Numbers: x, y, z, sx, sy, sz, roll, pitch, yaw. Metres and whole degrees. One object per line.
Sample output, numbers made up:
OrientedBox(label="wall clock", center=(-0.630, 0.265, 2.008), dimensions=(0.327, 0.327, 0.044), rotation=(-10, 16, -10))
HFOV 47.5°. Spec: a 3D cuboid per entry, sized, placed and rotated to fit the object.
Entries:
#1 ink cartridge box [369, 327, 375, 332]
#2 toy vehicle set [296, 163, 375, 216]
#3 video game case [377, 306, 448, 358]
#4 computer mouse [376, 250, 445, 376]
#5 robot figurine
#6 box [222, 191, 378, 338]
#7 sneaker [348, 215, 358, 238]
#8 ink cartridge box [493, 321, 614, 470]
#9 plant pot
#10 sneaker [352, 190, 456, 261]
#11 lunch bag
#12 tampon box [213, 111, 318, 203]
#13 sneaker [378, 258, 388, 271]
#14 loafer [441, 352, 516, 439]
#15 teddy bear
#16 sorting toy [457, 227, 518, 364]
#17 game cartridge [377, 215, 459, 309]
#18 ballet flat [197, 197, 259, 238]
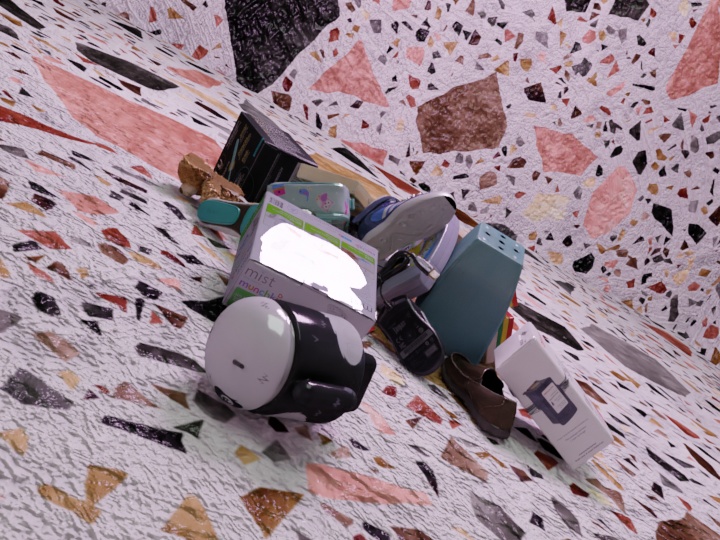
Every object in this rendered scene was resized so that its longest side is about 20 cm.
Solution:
OrientedBox(label="ink cartridge box", center=(-0.068, 0.032, 1.319), dimensions=(0.198, 0.051, 0.161), rotation=(32, 14, 14))
OrientedBox(label="toy vehicle set", center=(-0.033, -0.142, 1.573), dimensions=(0.123, 0.027, 0.200), rotation=(20, -8, 20))
OrientedBox(label="video game case", center=(0.087, 0.092, 1.490), dimensions=(0.181, 0.022, 0.200), rotation=(32, 14, 5))
OrientedBox(label="computer mouse", center=(0.089, 0.066, 1.325), dimensions=(0.200, 0.140, 0.046), rotation=(47, 4, 26))
OrientedBox(label="robot figurine", center=(-0.076, 0.102, 0.899), dimensions=(0.198, 0.149, 0.127), rotation=(19, 60, -42))
OrientedBox(label="box", center=(-0.079, 0.006, 1.178), dimensions=(0.198, 0.097, 0.178), rotation=(27, 33, -17))
OrientedBox(label="sneaker", center=(-0.014, -0.073, 1.606), dimensions=(0.198, 0.076, 0.080), rotation=(12, 0, 45))
OrientedBox(label="ink cartridge box", center=(0.304, 0.195, 1.314), dimensions=(0.201, 0.084, 0.145), rotation=(52, 10, 0))
OrientedBox(label="plant pot", center=(0.192, 0.032, 1.410), dimensions=(0.140, 0.202, 0.142), rotation=(30, 26, 1))
OrientedBox(label="sneaker", center=(0.077, -0.112, 1.478), dimensions=(0.081, 0.199, 0.147), rotation=(46, 23, -29))
OrientedBox(label="lunch bag", center=(-0.090, -0.106, 1.479), dimensions=(0.157, 0.079, 0.200), rotation=(4, -6, -1))
OrientedBox(label="tampon box", center=(-0.196, -0.202, 1.643), dimensions=(0.125, 0.151, 0.200), rotation=(22, 16, -30))
OrientedBox(label="sneaker", center=(0.000, 0.000, 1.520), dimensions=(0.197, 0.072, 0.073), rotation=(20, -4, -12))
OrientedBox(label="loafer", center=(0.195, 0.184, 1.292), dimensions=(0.072, 0.072, 0.200), rotation=(22, 16, -30))
OrientedBox(label="teddy bear", center=(-0.249, -0.124, 1.467), dimensions=(0.199, 0.067, 0.145), rotation=(33, 17, -23))
OrientedBox(label="sorting toy", center=(0.236, 0.041, 1.594), dimensions=(0.069, 0.202, 0.200), rotation=(-7, 29, -20))
OrientedBox(label="game cartridge", center=(0.107, -0.022, 1.445), dimensions=(0.041, 0.132, 0.201), rotation=(49, 41, -19))
OrientedBox(label="ballet flat", center=(-0.181, -0.075, 1.340), dimensions=(0.198, 0.071, 0.069), rotation=(16, 4, 33))
